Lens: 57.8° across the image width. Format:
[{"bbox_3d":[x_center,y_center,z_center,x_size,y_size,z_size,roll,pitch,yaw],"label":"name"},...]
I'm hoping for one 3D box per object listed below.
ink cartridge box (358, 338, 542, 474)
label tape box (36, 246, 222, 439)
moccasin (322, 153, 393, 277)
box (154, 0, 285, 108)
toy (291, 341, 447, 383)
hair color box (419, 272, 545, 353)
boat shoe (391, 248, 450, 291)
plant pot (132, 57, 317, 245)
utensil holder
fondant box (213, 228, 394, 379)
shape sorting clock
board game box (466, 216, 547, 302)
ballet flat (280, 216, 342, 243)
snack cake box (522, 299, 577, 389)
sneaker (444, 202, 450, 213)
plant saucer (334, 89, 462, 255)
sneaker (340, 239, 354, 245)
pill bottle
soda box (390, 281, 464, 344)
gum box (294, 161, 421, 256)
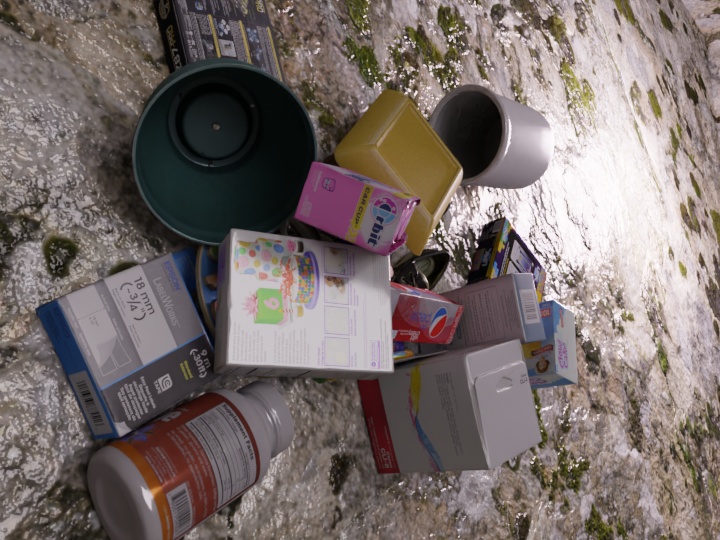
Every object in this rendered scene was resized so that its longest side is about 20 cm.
[{"bbox_3d":[0.124,0.190,0.911,0.144,0.198,0.148,-7,81,-46],"label":"ink cartridge box"},{"bbox_3d":[-0.215,0.063,0.700,0.199,0.063,0.147,-30,99,-46],"label":"label tape box"},{"bbox_3d":[0.009,-0.082,0.967,0.073,0.077,0.206,-11,84,-58],"label":"moccasin"},{"bbox_3d":[-0.183,-0.305,0.865,0.159,0.049,0.205,-12,86,-46],"label":"box"},{"bbox_3d":[0.014,0.111,0.882,0.198,0.114,0.048,-7,84,-46],"label":"toy"},{"bbox_3d":[0.176,0.076,1.002,0.060,0.198,0.101,0,76,-44],"label":"hair color box"},{"bbox_3d":[0.077,0.019,1.016,0.201,0.065,0.073,-42,107,-45],"label":"boat shoe"},{"bbox_3d":[-0.160,-0.150,0.748,0.199,0.201,0.135,33,14,-34],"label":"plant pot"},{"bbox_3d":[0.244,-0.235,1.202,0.198,0.168,0.174,0,77,-47],"label":"utensil holder"},{"bbox_3d":[-0.061,0.043,0.737,0.196,0.058,0.148,7,71,-26],"label":"fondant box"},{"bbox_3d":[-0.126,0.031,0.802,0.199,0.039,0.204,33,47,-44],"label":"shape sorting clock"},{"bbox_3d":[0.275,0.030,1.227,0.166,0.056,0.202,47,48,-27],"label":"board game box"},{"bbox_3d":[-0.090,-0.081,0.880,0.201,0.067,0.076,52,55,-25],"label":"ballet flat"},{"bbox_3d":[0.246,0.131,1.057,0.066,0.198,0.117,25,59,-36],"label":"snack cake box"},{"bbox_3d":[0.065,-0.171,1.073,0.114,0.075,0.203,-20,83,-40],"label":"sneaker"},{"bbox_3d":[0.075,-0.160,0.983,0.201,0.048,0.201,48,48,-17],"label":"plant saucer"},{"bbox_3d":[0.000,0.000,0.910,0.203,0.069,0.078,-63,164,-14],"label":"sneaker"},{"bbox_3d":[-0.165,0.193,0.674,0.198,0.111,0.114,-24,94,-48],"label":"pill bottle"},{"bbox_3d":[0.066,0.058,0.899,0.199,0.069,0.065,14,97,-56],"label":"soda box"},{"bbox_3d":[0.005,-0.076,0.791,0.200,0.111,0.067,-34,146,-78],"label":"gum box"}]
